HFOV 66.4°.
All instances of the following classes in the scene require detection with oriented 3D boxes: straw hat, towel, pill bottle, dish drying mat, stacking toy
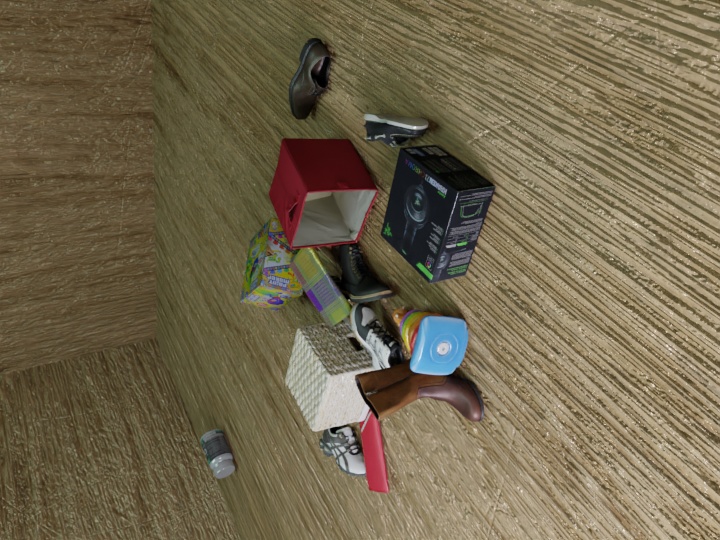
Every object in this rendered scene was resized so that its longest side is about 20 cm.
[{"bbox_3d":[-0.097,-0.098,1.373,0.201,0.085,0.201,43,175,5],"label":"straw hat"},{"bbox_3d":[-0.097,0.033,1.317,0.201,0.023,0.144,56,147,4],"label":"towel"},{"bbox_3d":[-0.662,0.853,2.562,0.201,0.112,0.114,54,141,34],"label":"pill bottle"},{"bbox_3d":[0.031,0.454,1.391,0.076,0.018,0.203,-19,76,48],"label":"dish drying mat"},{"bbox_3d":[0.118,0.121,1.113,0.200,0.109,0.117,33,112,63],"label":"stacking toy"}]

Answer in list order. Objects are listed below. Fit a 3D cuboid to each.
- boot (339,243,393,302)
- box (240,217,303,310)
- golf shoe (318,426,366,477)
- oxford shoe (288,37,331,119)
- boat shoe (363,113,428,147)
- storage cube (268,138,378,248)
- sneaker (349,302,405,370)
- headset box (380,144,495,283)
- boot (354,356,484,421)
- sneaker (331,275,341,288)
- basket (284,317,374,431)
[{"bbox_3d":[0.000,0.000,1.277,0.199,0.077,0.140,0,95,57],"label":"boot"},{"bbox_3d":[-0.242,-0.012,1.547,0.200,0.121,0.195,-30,50,57],"label":"box"},{"bbox_3d":[-0.036,0.476,1.479,0.199,0.077,0.096,23,104,40],"label":"golf shoe"},{"bbox_3d":[-0.121,-0.444,1.326,0.085,0.072,0.201,55,141,30],"label":"oxford shoe"},{"bbox_3d":[0.066,-0.272,1.081,0.200,0.073,0.061,30,125,54],"label":"boat shoe"},{"bbox_3d":[-0.092,-0.178,1.251,0.181,0.198,0.172,63,146,33],"label":"storage cube"},{"bbox_3d":[0.052,0.156,1.234,0.087,0.075,0.201,-21,100,52],"label":"sneaker"},{"bbox_3d":[0.132,-0.100,1.011,0.174,0.092,0.202,48,138,40],"label":"headset box"},{"bbox_3d":[0.113,0.238,1.046,0.189,0.198,0.069,52,140,35],"label":"boot"},{"bbox_3d":[-0.092,0.058,1.446,0.200,0.075,0.077,-153,48,-67],"label":"sneaker"},{"bbox_3d":[-0.072,0.257,1.373,0.198,0.159,0.202,49,133,41],"label":"basket"}]
